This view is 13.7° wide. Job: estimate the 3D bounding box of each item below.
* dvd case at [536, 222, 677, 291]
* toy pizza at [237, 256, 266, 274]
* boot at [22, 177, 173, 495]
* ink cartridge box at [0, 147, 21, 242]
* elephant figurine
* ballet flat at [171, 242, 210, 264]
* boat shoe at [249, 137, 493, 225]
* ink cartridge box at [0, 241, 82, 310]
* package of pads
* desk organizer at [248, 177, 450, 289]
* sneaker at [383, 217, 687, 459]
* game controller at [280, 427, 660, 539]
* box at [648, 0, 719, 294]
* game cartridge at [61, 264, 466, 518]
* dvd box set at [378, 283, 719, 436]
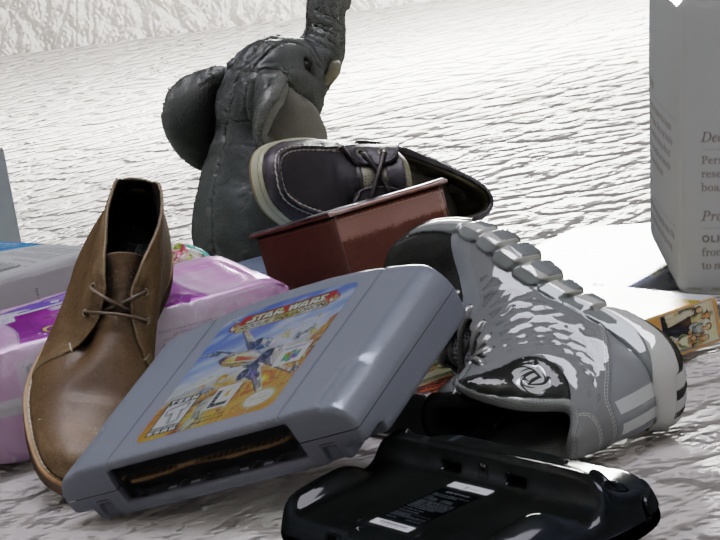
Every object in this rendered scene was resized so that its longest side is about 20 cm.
[{"bbox_3d":[0.145,0.001,1.868,0.142,0.018,0.200,-3,13,36],"label":"dvd case"},{"bbox_3d":[-0.021,0.011,1.940,0.199,0.032,0.200,-10,9,2],"label":"toy pizza"},{"bbox_3d":[-0.137,0.032,1.602,0.073,0.076,0.200,9,47,-2],"label":"boot"},{"bbox_3d":[-0.332,-0.019,2.000,0.200,0.176,0.084,-18,13,-36],"label":"ink cartridge box"},{"bbox_3d":[-0.068,-0.099,2.105,0.141,0.201,0.155,-9,10,6],"label":"elephant figurine"},{"bbox_3d":[-0.155,0.024,1.909,0.064,0.076,0.200,-23,6,-29],"label":"ballet flat"},{"bbox_3d":[0.010,-0.057,2.038,0.065,0.072,0.200,-20,-22,40],"label":"boat shoe"},{"bbox_3d":[-0.269,0.046,1.843,0.199,0.085,0.144,-16,11,-34],"label":"ink cartridge box"},{"bbox_3d":[-0.141,0.050,1.716,0.199,0.076,0.120,-14,11,-20],"label":"package of pads"},{"bbox_3d":[0.000,0.000,1.745,0.071,0.077,0.200,-17,1,-15],"label":"desk organizer"},{"bbox_3d":[0.056,0.040,1.500,0.115,0.075,0.200,-27,37,-35],"label":"sneaker"},{"bbox_3d":[0.045,0.110,1.345,0.104,0.042,0.200,-31,18,-25],"label":"game controller"},{"bbox_3d":[0.271,-0.088,1.739,0.199,0.172,0.199,-2,10,1],"label":"box"},{"bbox_3d":[-0.047,0.057,1.495,0.200,0.042,0.133,-17,29,39],"label":"game cartridge"},{"bbox_3d":[0.077,0.048,1.644,0.199,0.030,0.146,-17,12,-32],"label":"dvd box set"}]
